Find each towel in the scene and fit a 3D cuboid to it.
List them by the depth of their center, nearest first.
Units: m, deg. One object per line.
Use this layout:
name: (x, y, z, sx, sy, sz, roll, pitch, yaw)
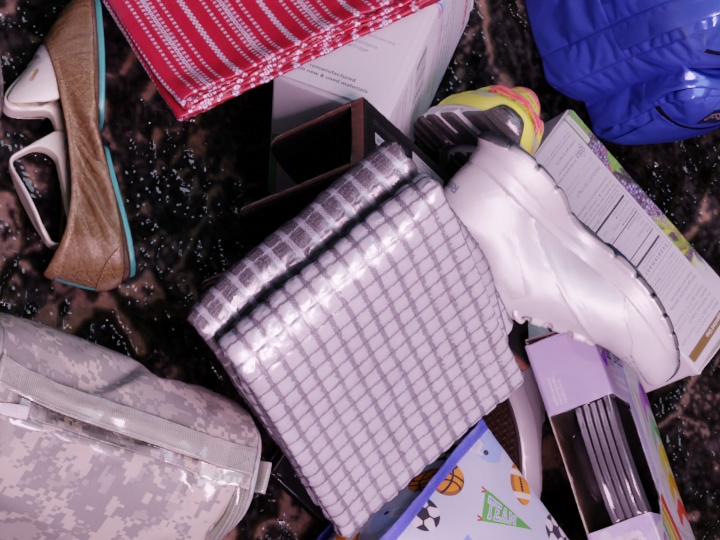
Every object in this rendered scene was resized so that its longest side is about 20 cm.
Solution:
towel: (0.001, 0.039, 1.380, 0.165, 0.086, 0.200, -41, 140, -10)
towel: (-0.060, -0.189, 1.507, 0.199, 0.023, 0.145, -27, 56, -12)

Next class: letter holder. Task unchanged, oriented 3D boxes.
letter holder: (0.000, 0.000, 1.519, 0.200, 0.141, 0.101, 40, 39, -44)

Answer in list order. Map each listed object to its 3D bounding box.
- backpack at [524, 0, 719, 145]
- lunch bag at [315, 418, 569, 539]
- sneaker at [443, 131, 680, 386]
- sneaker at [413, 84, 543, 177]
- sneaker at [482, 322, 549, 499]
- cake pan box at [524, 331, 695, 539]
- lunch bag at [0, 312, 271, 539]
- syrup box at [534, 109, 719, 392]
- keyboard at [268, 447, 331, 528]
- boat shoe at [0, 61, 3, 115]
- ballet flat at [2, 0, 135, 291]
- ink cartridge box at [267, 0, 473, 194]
backpack: (0.249, -0.192, 1.725, 0.162, 0.200, 0.169, -15, 82, -36)
lunch bag: (0.042, 0.225, 1.473, 0.170, 0.124, 0.200, 51, 46, -11)
sneaker: (0.122, 0.005, 1.470, 0.087, 0.075, 0.200, -45, 100, 1)
sneaker: (0.088, -0.096, 1.573, 0.090, 0.200, 0.078, -44, 92, -11)
sneaker: (0.112, 0.091, 1.618, 0.084, 0.073, 0.202, 5, 76, -42)
cake pan box: (0.175, 0.136, 1.570, 0.200, 0.052, 0.185, 31, 39, -71)
lunch bag: (-0.172, 0.105, 1.368, 0.199, 0.167, 0.140, 22, 63, -25)
syrup box: (0.176, -0.009, 1.690, 0.200, 0.079, 0.082, 46, 55, -11)
keyboard: (0.012, 0.191, 1.552, 0.200, 0.021, 0.127, 43, 55, -13)
boat shoe: (-0.271, -0.179, 1.467, 0.071, 0.060, 0.203, -18, 84, -36)
ballet flat: (-0.192, -0.084, 1.494, 0.072, 0.068, 0.202, -6, 80, -14)
ink cartridge box: (0.012, -0.153, 1.581, 0.087, 0.146, 0.201, 21, 61, 9)
